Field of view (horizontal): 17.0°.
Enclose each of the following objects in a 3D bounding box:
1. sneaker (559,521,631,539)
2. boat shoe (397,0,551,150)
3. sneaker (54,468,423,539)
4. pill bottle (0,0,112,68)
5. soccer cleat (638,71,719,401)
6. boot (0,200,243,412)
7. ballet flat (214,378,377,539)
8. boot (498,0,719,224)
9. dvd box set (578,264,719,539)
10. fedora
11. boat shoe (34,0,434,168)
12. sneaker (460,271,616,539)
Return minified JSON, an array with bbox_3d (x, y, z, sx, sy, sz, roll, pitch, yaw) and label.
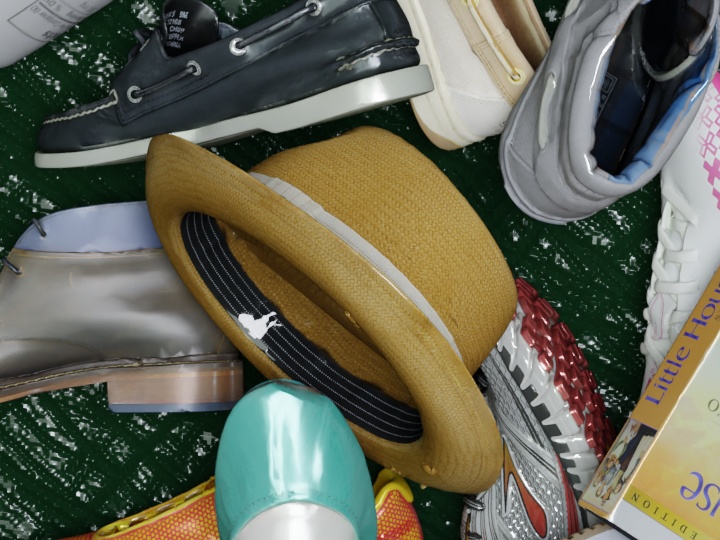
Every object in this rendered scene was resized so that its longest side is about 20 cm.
[{"bbox_3d":[0.049,0.187,0.955,0.199,0.071,0.113,-24,73,-19],"label":"sneaker"},{"bbox_3d":[0.038,-0.153,1.008,0.069,0.074,0.201,-12,108,23],"label":"boat shoe"},{"bbox_3d":[-0.072,0.121,1.082,0.199,0.073,0.078,-6,100,-2],"label":"sneaker"},{"bbox_3d":[-0.153,-0.151,1.018,0.200,0.114,0.115,-31,94,12],"label":"pill bottle"},{"bbox_3d":[0.150,0.014,1.021,0.086,0.070,0.201,-20,98,-4],"label":"soccer cleat"},{"bbox_3d":[-0.150,0.012,1.076,0.199,0.075,0.097,2,91,-2],"label":"boot"},{"bbox_3d":[-0.025,0.141,1.002,0.067,0.071,0.201,-2,125,-3],"label":"ballet flat"},{"bbox_3d":[0.125,-0.112,0.964,0.073,0.096,0.201,25,80,-14],"label":"boot"},{"bbox_3d":[0.196,0.047,0.989,0.146,0.029,0.200,34,85,-23],"label":"dvd box set"},{"bbox_3d":[0.000,0.000,0.976,0.082,0.201,0.201,-44,92,-19],"label":"fedora"},{"bbox_3d":[-0.062,-0.086,1.020,0.199,0.074,0.066,-9,95,39],"label":"boat shoe"},{"bbox_3d":[0.072,0.088,1.047,0.082,0.078,0.201,-21,96,13],"label":"sneaker"}]
